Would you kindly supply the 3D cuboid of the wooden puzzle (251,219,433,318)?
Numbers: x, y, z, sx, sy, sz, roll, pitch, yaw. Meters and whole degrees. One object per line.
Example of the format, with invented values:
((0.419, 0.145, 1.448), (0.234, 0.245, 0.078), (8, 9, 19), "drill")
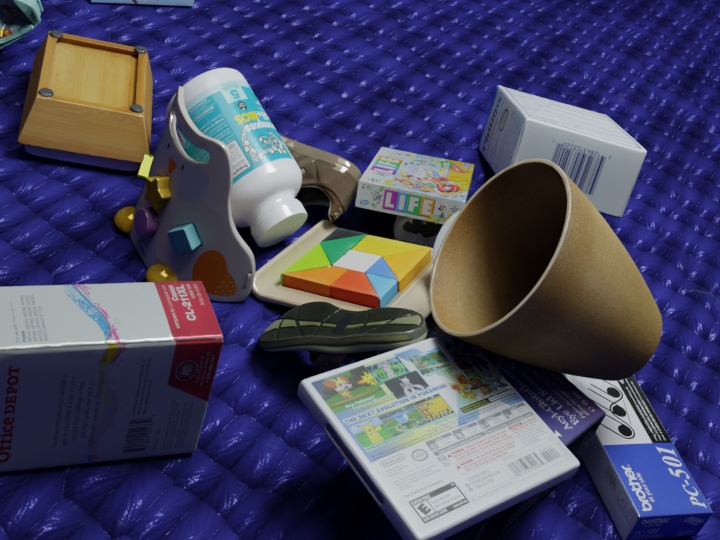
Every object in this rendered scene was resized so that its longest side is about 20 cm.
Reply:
((0.000, 0.000, 1.188), (0.197, 0.038, 0.185), (17, 33, 24), "wooden puzzle")

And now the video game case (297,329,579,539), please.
((0.070, 0.141, 0.924), (0.198, 0.022, 0.183), (-14, 49, -36), "video game case")

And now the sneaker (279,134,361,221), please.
((-0.099, -0.121, 1.300), (0.197, 0.071, 0.077), (16, 69, 20), "sneaker")

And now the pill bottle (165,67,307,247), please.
((-0.141, -0.130, 1.234), (0.110, 0.111, 0.202), (-21, 74, -42), "pill bottle")

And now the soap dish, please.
((-0.335, -0.216, 1.293), (0.154, 0.082, 0.202), (8, 38, -17), "soap dish")

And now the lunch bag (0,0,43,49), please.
((-0.521, -0.371, 1.364), (0.196, 0.123, 0.172), (-2, 41, -19), "lunch bag")

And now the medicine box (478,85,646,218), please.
((0.282, -0.174, 1.486), (0.179, 0.105, 0.201), (13, 21, -10), "medicine box")

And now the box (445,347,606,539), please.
((0.121, 0.166, 1.023), (0.148, 0.105, 0.199), (40, 40, 23), "box")

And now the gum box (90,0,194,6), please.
((-0.371, -0.489, 1.645), (0.167, 0.045, 0.201), (-6, 44, -32), "gum box")

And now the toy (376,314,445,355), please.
((0.117, 0.075, 1.181), (0.196, 0.048, 0.116), (14, 38, -8), "toy")

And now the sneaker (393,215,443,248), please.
((0.140, -0.044, 1.319), (0.197, 0.082, 0.084), (18, 31, -3), "sneaker")

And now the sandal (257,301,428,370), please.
((-0.022, 0.075, 1.057), (0.198, 0.058, 0.080), (2, 28, 33), "sandal")

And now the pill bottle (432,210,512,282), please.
((0.176, 0.002, 1.187), (0.199, 0.114, 0.114), (21, 27, -47), "pill bottle")

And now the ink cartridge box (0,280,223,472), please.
((-0.234, 0.090, 0.907), (0.197, 0.147, 0.083), (-1, 40, -27), "ink cartridge box")

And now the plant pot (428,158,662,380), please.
((0.199, 0.024, 1.023), (0.199, 0.186, 0.188), (33, 30, -28), "plant pot")

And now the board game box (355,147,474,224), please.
((0.074, -0.110, 1.336), (0.132, 0.035, 0.200), (11, 20, 5), "board game box")

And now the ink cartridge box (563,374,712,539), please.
((0.287, 0.193, 1.120), (0.092, 0.045, 0.202), (2, 41, -21), "ink cartridge box")

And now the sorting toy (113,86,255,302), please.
((-0.189, -0.093, 1.128), (0.105, 0.182, 0.201), (-9, 45, -34), "sorting toy")
